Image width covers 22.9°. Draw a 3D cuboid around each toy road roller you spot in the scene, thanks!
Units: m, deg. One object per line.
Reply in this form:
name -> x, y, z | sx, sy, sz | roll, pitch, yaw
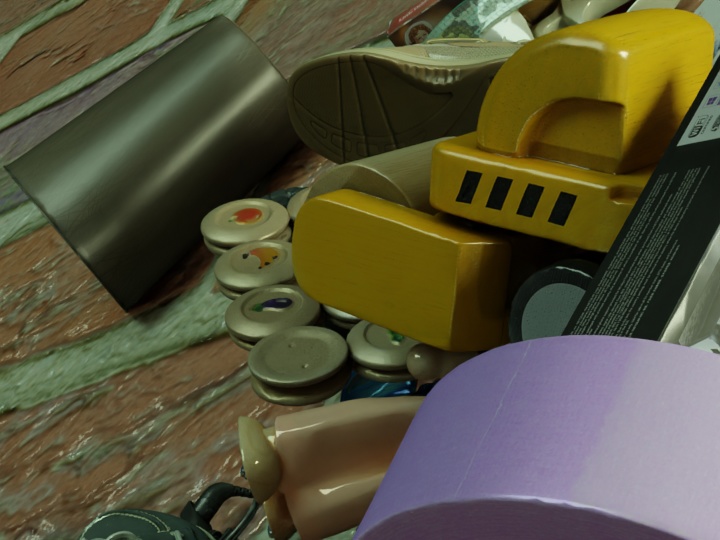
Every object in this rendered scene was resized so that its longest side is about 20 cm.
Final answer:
toy road roller -> 0.076, -0.042, 0.758 | 0.200, 0.146, 0.123 | 16, 22, 35

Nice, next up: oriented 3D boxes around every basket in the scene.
basket -> -0.146, -0.087, 1.338 | 0.200, 0.136, 0.180 | -41, 28, -7

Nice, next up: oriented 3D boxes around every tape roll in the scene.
tape roll -> 0.096, 0.111, 0.560 | 0.200, 0.200, 0.066 | -14, 35, 45

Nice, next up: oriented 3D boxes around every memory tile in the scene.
memory tile -> 0.000, 0.000, 0.932 | 0.153, 0.017, 0.200 | -12, 32, -8

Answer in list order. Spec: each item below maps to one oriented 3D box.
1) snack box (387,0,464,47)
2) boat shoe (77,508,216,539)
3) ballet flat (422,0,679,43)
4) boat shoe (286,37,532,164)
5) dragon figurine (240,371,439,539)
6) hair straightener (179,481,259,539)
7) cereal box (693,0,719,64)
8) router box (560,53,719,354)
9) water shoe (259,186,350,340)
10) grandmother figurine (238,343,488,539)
snack box -> 0.118, -0.188, 1.180 | 0.200, 0.072, 0.024 | -31, 27, 22
boat shoe -> -0.107, 0.149, 0.880 | 0.073, 0.062, 0.200 | -44, 24, -10
ballet flat -> 0.121, -0.147, 1.019 | 0.200, 0.069, 0.071 | -29, 48, 15
boat shoe -> 0.051, -0.096, 0.993 | 0.200, 0.072, 0.065 | -1, 17, 34
dragon figurine -> 0.024, 0.076, 0.895 | 0.200, 0.059, 0.099 | -38, 25, 6
hair straightener -> -0.100, 0.184, 0.937 | 0.077, 0.041, 0.200 | -1, 41, 50
cereal box -> 0.156, -0.065, 0.876 | 0.200, 0.040, 0.144 | -52, 11, 20
router box -> 0.157, 0.032, 0.654 | 0.052, 0.157, 0.200 | -9, 39, 50
water shoe -> 0.020, 0.010, 1.008 | 0.200, 0.079, 0.071 | 21, 42, 36
grandmother figurine -> 0.051, 0.073, 0.803 | 0.200, 0.121, 0.061 | -16, 62, 2
